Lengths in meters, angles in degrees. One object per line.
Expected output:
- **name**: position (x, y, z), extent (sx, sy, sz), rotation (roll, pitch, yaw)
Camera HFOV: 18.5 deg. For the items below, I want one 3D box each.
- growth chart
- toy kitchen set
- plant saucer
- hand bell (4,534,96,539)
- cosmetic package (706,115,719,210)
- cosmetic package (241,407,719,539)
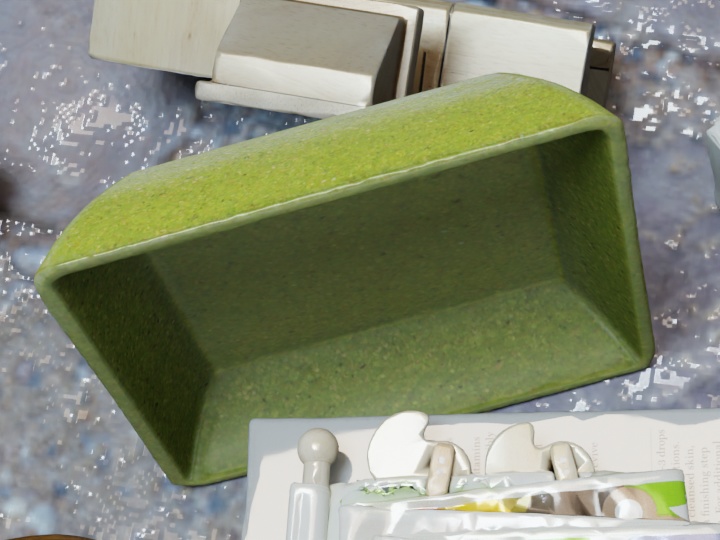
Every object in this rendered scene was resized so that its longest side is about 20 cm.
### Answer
- **growth chart**: position (0.063, 0.126, 0.756), extent (0.199, 0.018, 0.146), rotation (8, 72, 13)
- **toy kitchen set**: position (-0.003, -0.149, 0.847), extent (0.199, 0.163, 0.182), rotation (11, 97, 13)
- **plant saucer**: position (0.000, 0.000, 0.804), extent (0.199, 0.200, 0.048), rotation (-15, 62, 3)
- **hand bell**: position (-0.180, 0.122, 0.840), extent (0.199, 0.104, 0.105), rotation (-4, 66, -16)
- **cosmetic package**: position (0.245, -0.054, 0.845), extent (0.200, 0.081, 0.113), rotation (-35, 65, -4)
- **cosmetic package**: position (0.059, 0.109, 0.818), extent (0.199, 0.071, 0.102), rotation (-1, 71, 9)
